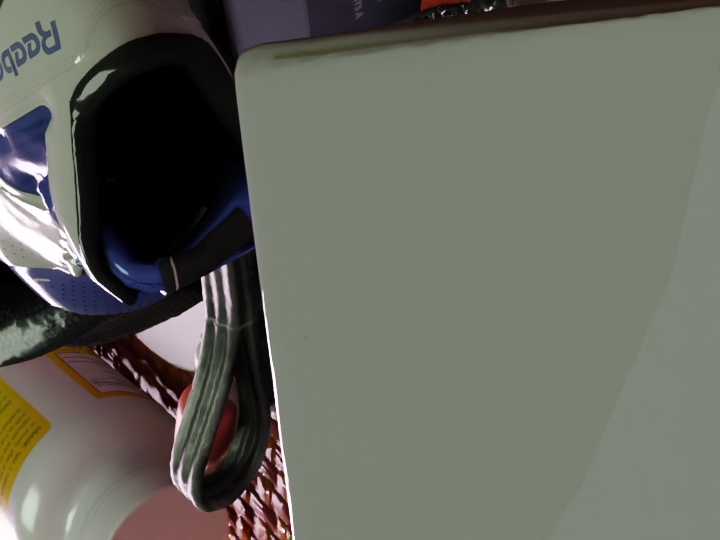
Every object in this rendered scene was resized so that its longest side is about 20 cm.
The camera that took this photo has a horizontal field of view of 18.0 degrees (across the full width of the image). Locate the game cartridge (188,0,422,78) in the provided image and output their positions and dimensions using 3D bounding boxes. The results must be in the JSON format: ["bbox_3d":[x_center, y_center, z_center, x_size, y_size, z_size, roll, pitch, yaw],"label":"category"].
[{"bbox_3d":[0.006,-0.135,0.661,0.042,0.133,0.200,43,154,35],"label":"game cartridge"}]

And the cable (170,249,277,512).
[{"bbox_3d":[-0.056,0.019,0.859,0.050,0.097,0.200,24,152,22],"label":"cable"}]

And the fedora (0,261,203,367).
[{"bbox_3d":[-0.120,-0.028,0.910,0.201,0.201,0.092,38,176,41],"label":"fedora"}]

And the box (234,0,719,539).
[{"bbox_3d":[0.100,0.030,0.536,0.200,0.171,0.199,0,98,52],"label":"box"}]

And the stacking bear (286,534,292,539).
[{"bbox_3d":[0.015,0.136,0.899,0.200,0.121,0.114,123,159,-46],"label":"stacking bear"}]

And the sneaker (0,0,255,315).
[{"bbox_3d":[-0.074,-0.026,0.690,0.115,0.081,0.199,60,163,28],"label":"sneaker"}]

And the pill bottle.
[{"bbox_3d":[-0.151,0.095,1.150,0.200,0.104,0.104,34,139,45],"label":"pill bottle"}]

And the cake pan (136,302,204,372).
[{"bbox_3d":[-0.088,-0.041,1.007,0.200,0.037,0.200,40,144,39],"label":"cake pan"}]

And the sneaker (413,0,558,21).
[{"bbox_3d":[0.062,-0.092,0.658,0.070,0.093,0.200,41,156,43],"label":"sneaker"}]
